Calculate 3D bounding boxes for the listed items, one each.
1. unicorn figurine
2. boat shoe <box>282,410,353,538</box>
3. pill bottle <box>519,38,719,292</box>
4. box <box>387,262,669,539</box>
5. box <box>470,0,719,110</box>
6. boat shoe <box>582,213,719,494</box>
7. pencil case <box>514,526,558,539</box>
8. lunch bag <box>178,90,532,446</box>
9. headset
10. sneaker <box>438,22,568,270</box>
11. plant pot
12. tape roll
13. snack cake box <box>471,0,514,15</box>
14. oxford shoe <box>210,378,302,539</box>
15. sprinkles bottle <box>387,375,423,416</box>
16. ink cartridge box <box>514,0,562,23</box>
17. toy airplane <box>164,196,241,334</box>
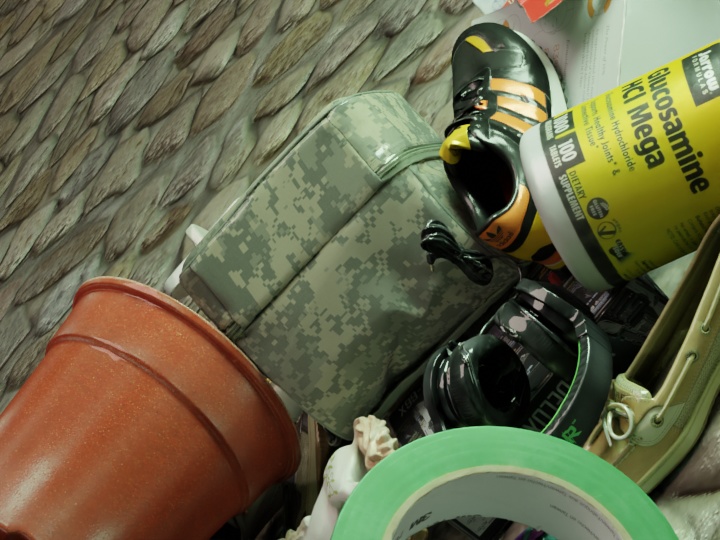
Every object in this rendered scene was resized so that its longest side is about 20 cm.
[{"bbox_3d":[-0.022,0.184,1.654,0.200,0.074,0.137,-55,36,11],"label":"unicorn figurine"},{"bbox_3d":[-0.029,0.140,1.793,0.065,0.073,0.200,-37,25,26],"label":"boat shoe"},{"bbox_3d":[0.207,-0.074,1.510,0.200,0.113,0.112,-25,28,14],"label":"pill bottle"},{"bbox_3d":[0.110,0.066,1.638,0.200,0.050,0.158,-51,20,7],"label":"box"},{"bbox_3d":[0.163,-0.127,1.715,0.200,0.097,0.125,-15,65,60],"label":"box"},{"bbox_3d":[0.181,0.057,1.474,0.201,0.063,0.073,-51,20,5],"label":"boat shoe"},{"bbox_3d":[0.061,0.228,1.428,0.200,0.085,0.093,-41,67,32],"label":"pencil case"},{"bbox_3d":[0.000,0.000,1.687,0.200,0.168,0.139,-45,-12,16],"label":"lunch bag"},{"bbox_3d":[0.084,0.047,1.526,0.123,0.094,0.200,-41,31,19],"label":"headset"},{"bbox_3d":[0.087,-0.093,1.631,0.070,0.090,0.200,-45,48,35],"label":"sneaker"},{"bbox_3d":[-0.177,0.143,1.697,0.195,0.201,0.201,-50,16,-28],"label":"plant pot"},{"bbox_3d":[0.077,0.178,1.312,0.048,0.200,0.201,107,-177,-52],"label":"tape roll"},{"bbox_3d":[0.188,-0.238,1.855,0.200,0.115,0.067,-46,-19,22],"label":"snack cake box"},{"bbox_3d":[-0.084,0.164,1.864,0.200,0.071,0.073,-62,3,5],"label":"oxford shoe"},{"bbox_3d":[0.017,0.049,1.847,0.068,0.068,0.200,-51,20,6],"label":"sprinkles bottle"},{"bbox_3d":[0.158,-0.250,1.710,0.161,0.050,0.200,-38,12,8],"label":"ink cartridge box"},{"bbox_3d":[-0.064,0.014,1.977,0.199,0.141,0.200,-36,-16,-33],"label":"toy airplane"}]
